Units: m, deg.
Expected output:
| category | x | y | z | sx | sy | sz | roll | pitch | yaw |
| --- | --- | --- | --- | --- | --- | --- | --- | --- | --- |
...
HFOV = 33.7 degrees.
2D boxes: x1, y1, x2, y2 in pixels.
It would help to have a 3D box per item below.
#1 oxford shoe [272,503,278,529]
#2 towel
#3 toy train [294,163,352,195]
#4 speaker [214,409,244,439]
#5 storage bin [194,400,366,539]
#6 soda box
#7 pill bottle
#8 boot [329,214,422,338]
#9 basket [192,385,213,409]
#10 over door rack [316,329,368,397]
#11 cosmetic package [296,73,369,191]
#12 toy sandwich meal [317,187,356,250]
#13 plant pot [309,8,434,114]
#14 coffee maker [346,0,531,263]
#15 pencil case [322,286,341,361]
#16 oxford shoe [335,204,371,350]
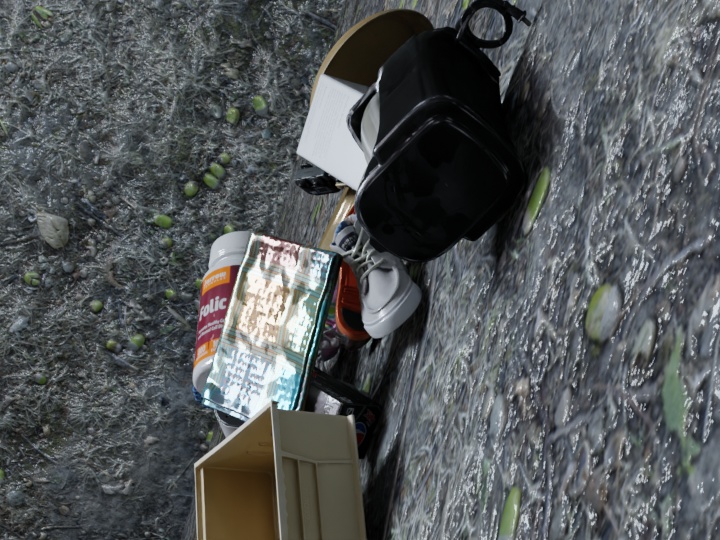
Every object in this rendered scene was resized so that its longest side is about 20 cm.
| category | x | y | z | sx | sy | sz | roll | pitch | yaw |
| --- | --- | --- | --- | --- | --- | --- | --- | --- | --- |
| oxford shoe | -0.074 | 0.272 | 1.306 | 0.073 | 0.071 | 0.202 | -47 | 54 | 45 |
| towel | -0.098 | 0.066 | 1.272 | 0.145 | 0.022 | 0.203 | 15 | 89 | 40 |
| toy train | -0.001 | -0.115 | 1.436 | 0.198 | 0.046 | 0.034 | -3 | 56 | 44 |
| speaker | -0.118 | 0.220 | 1.465 | 0.082 | 0.080 | 0.201 | -82 | -16 | -45 |
| storage bin | -0.082 | 0.260 | 1.164 | 0.200 | 0.093 | 0.201 | -41 | 47 | 50 |
| soda box | -0.073 | 0.135 | 1.296 | 0.199 | 0.070 | 0.064 | 27 | 100 | 40 |
| pill bottle | -0.150 | 0.059 | 1.509 | 0.115 | 0.113 | 0.202 | 118 | 157 | -52 |
| boot | 0.006 | 0.000 | 1.252 | 0.073 | 0.096 | 0.200 | -40 | 14 | 5 |
| basket | -0.157 | 0.174 | 1.600 | 0.177 | 0.137 | 0.203 | 102 | 176 | -73 |
| over door rack | -0.036 | 0.177 | 1.396 | 0.148 | 0.066 | 0.203 | 146 | 125 | -77 |
| cosmetic package | 0.015 | -0.142 | 1.321 | 0.200 | 0.073 | 0.103 | 36 | 112 | 49 |
| toy sandwich meal | 0.004 | -0.072 | 1.566 | 0.207 | 0.070 | 0.205 | -64 | 4 | 8 |
| plant pot | 0.012 | -0.233 | 1.451 | 0.027 | 0.198 | 0.202 | 43 | 128 | 31 |
| coffee maker | 0.069 | -0.128 | 1.016 | 0.201 | 0.133 | 0.194 | -94 | 22 | -64 |
| pencil case | -0.044 | 0.064 | 1.552 | 0.200 | 0.086 | 0.089 | 131 | 154 | -67 |
| oxford shoe | 0.000 | 0.000 | 1.439 | 0.073 | 0.070 | 0.202 | 107 | 176 | -62 |
